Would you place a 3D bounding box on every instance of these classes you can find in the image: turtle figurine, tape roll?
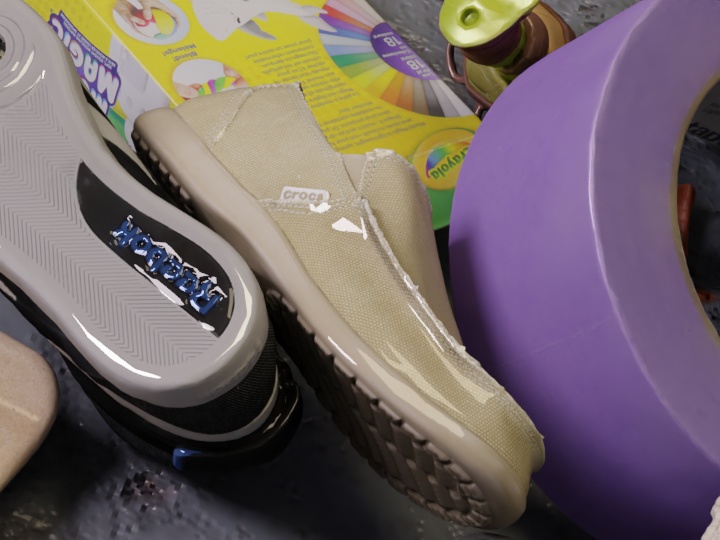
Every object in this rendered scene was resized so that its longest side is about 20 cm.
[{"bbox_3d":[0.059,-0.094,1.015,0.161,0.064,0.200,41,29,-57],"label":"turtle figurine"},{"bbox_3d":[0.135,0.000,0.898,0.200,0.085,0.201,10,70,-30],"label":"tape roll"}]

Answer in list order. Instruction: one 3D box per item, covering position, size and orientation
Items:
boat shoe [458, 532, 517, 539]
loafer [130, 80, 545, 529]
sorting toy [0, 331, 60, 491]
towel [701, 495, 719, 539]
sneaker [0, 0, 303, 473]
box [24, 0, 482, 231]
[{"bbox_3d":[0.094,0.153,0.794,0.200,0.057,0.069,35,55,20],"label":"boat shoe"},{"bbox_3d":[0.000,0.000,0.848,0.068,0.076,0.200,-35,57,-12],"label":"loafer"},{"bbox_3d":[-0.216,0.057,0.795,0.185,0.037,0.200,29,46,8],"label":"sorting toy"},{"bbox_3d":[0.175,0.074,0.828,0.132,0.034,0.200,38,57,-14],"label":"towel"},{"bbox_3d":[-0.096,-0.007,0.859,0.073,0.112,0.200,-36,61,-11],"label":"sneaker"},{"bbox_3d":[-0.041,-0.072,0.993,0.117,0.048,0.200,-18,53,-37],"label":"box"}]
